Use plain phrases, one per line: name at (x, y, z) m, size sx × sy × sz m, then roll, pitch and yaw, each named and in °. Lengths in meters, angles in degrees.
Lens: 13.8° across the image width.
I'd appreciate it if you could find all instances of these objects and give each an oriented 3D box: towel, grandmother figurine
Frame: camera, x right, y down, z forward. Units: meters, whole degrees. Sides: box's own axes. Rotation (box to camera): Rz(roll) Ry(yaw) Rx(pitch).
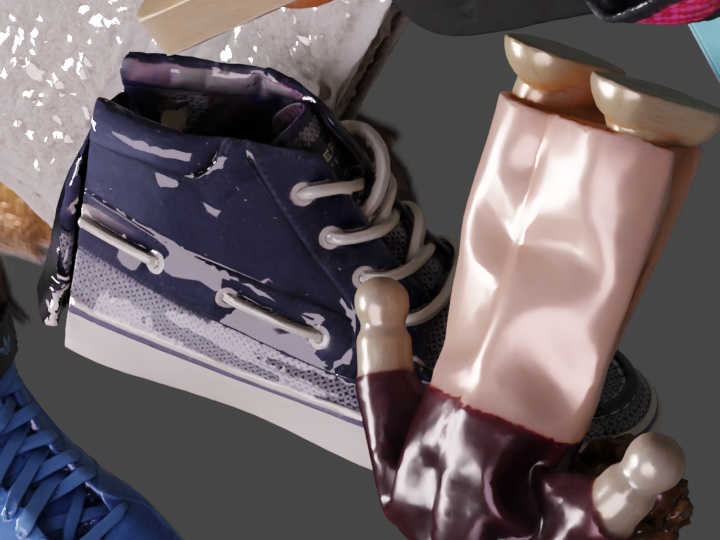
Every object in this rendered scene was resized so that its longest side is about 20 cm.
towel at (-0.061, -0.077, 0.955) m, size 0.132 × 0.034 × 0.200 m, roll 40°, pitch 131°, yaw 12°
grandmother figurine at (0.043, 0.041, 0.836) m, size 0.121 × 0.061 × 0.200 m, roll 32°, pitch 106°, yaw 50°

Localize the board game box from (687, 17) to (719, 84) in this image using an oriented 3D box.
board game box at (0.149, -0.137, 0.753) m, size 0.200 × 0.047 × 0.151 m, roll -23°, pitch 99°, yaw 43°

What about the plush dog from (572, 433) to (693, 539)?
plush dog at (0.102, 0.143, 0.876) m, size 0.172 × 0.160 × 0.200 m, roll 25°, pitch 101°, yaw 24°

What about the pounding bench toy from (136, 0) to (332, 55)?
pounding bench toy at (-0.048, -0.142, 0.761) m, size 0.200 × 0.124 × 0.156 m, roll -19°, pitch 122°, yaw 43°

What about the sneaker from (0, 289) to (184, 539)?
sneaker at (-0.132, 0.065, 1.056) m, size 0.200 × 0.077 × 0.111 m, roll 29°, pitch 138°, yaw 30°

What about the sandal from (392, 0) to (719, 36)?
sandal at (0.074, -0.093, 0.771) m, size 0.200 × 0.045 × 0.075 m, roll -11°, pitch 107°, yaw 40°

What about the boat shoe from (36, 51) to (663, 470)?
boat shoe at (0.000, 0.000, 0.898) m, size 0.200 × 0.075 × 0.093 m, roll 15°, pitch 128°, yaw 5°
